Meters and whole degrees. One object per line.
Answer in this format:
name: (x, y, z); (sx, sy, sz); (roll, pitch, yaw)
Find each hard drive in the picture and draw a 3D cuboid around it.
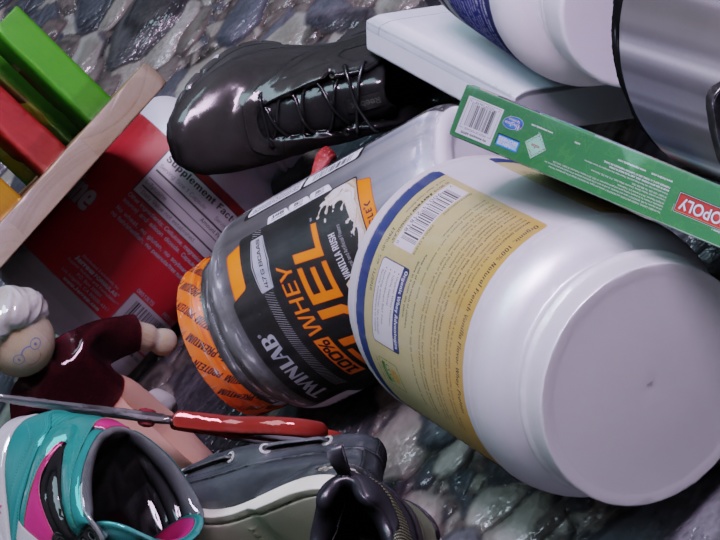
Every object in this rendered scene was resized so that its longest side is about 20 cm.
hard drive: (0.103, -0.124, 1.727); (0.131, 0.027, 0.200); (-10, 21, -22)

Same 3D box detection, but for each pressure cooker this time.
pressure cooker: (0.243, -0.112, 1.470); (0.177, 0.178, 0.200); (-62, 31, 0)

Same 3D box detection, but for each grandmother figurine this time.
grandmother figurine: (-0.151, 0.077, 1.701); (0.122, 0.200, 0.060); (-54, 31, -14)

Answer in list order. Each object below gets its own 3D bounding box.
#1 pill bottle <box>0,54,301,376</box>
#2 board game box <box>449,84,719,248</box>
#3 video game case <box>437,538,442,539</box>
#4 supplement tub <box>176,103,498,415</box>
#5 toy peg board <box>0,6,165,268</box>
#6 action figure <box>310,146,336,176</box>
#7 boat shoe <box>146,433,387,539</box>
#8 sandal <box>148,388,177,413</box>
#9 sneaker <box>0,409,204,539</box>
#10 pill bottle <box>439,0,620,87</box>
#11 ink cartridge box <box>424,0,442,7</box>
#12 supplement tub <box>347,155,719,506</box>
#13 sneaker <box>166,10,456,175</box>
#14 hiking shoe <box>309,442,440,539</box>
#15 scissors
pill bottle: (-0.128, -0.037, 1.900); (0.200, 0.112, 0.112); (-47, 30, -3)
board game box: (0.158, -0.035, 1.454); (0.199, 0.134, 0.029); (25, 94, 37)
video game case: (-0.017, 0.230, 1.462); (0.200, 0.018, 0.144); (-37, 51, 5)
supplement tub: (0.000, 0.000, 1.684); (0.199, 0.123, 0.123); (-29, 33, 28)
toy peg board: (-0.239, -0.052, 1.786); (0.199, 0.098, 0.200); (-50, 7, -24)
action figure: (0.010, -0.046, 1.787); (0.199, 0.065, 0.099); (-30, 40, 24)
boat shoe: (-0.064, 0.128, 1.658); (0.199, 0.075, 0.066); (-21, 33, 40)
sandal: (-0.183, 0.149, 1.774); (0.203, 0.050, 0.083); (-51, -14, -22)
sneaker: (-0.134, 0.169, 1.612); (0.120, 0.083, 0.202); (-17, 83, 47)
pill bottle: (0.115, -0.167, 1.627); (0.120, 0.120, 0.200); (-45, 25, 1)
ink cartridge box: (0.152, -0.238, 1.834); (0.197, 0.044, 0.200); (-20, 14, 37)
supplement tub: (0.095, 0.030, 1.504); (0.145, 0.144, 0.200); (-49, 29, -6)
sneaker: (-0.023, -0.108, 1.820); (0.199, 0.076, 0.091); (-22, 19, -12)
hiking shoe: (-0.007, 0.186, 1.406); (0.075, 0.101, 0.201); (-14, 56, 21)
scissors: (-0.109, 0.086, 1.676); (0.073, 0.198, 0.014); (84, -169, -83)
